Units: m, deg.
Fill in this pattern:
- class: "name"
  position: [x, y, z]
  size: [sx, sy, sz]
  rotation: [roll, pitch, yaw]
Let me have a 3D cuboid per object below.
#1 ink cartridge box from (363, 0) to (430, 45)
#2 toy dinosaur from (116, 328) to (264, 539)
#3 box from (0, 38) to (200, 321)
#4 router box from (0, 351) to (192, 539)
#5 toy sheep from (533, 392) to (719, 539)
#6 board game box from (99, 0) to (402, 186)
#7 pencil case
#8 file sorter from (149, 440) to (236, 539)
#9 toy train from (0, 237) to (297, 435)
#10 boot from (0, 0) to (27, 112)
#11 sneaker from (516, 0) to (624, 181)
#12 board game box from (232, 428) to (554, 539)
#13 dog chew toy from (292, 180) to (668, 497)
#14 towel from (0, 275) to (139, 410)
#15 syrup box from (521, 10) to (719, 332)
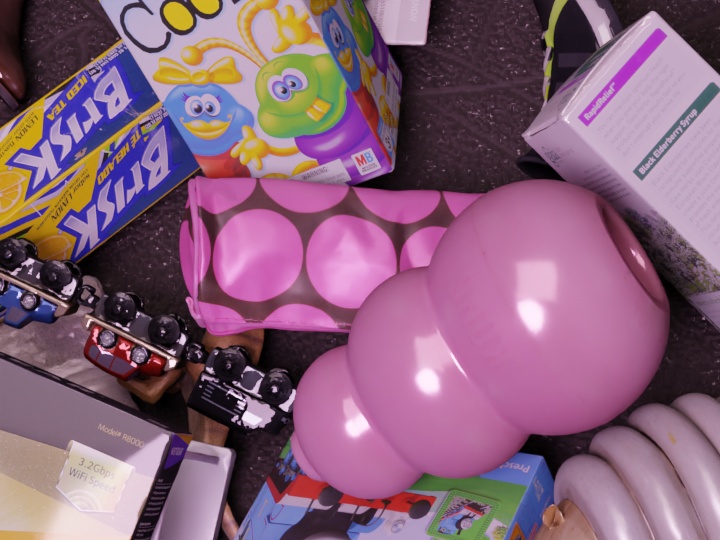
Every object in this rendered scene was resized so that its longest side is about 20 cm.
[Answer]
- class: "ink cartridge box"
  position: [-0.031, -0.217, 1.220]
  size: [0.175, 0.045, 0.202]
  rotation: [3, 66, 13]
- class: "toy dinosaur"
  position: [-0.084, 0.064, 1.092]
  size: [0.105, 0.060, 0.201]
  rotation: [8, 67, 12]
- class: "box"
  position: [-0.182, -0.048, 1.142]
  size: [0.200, 0.064, 0.070]
  rotation: [-39, 51, -15]
- class: "router box"
  position: [-0.200, 0.112, 0.925]
  size: [0.199, 0.052, 0.158]
  rotation: [21, 87, 8]
- class: "toy sheep"
  position: [0.172, 0.126, 0.979]
  size: [0.199, 0.138, 0.139]
  rotation: [-18, 62, -15]
- class: "board game box"
  position: [-0.064, -0.144, 1.083]
  size: [0.102, 0.201, 0.105]
  rotation: [-19, 34, 18]
- class: "pencil case"
  position: [0.000, 0.000, 1.067]
  size: [0.198, 0.091, 0.095]
  rotation: [4, 81, -4]
- class: "file sorter"
  position: [-0.184, 0.138, 1.011]
  size: [0.198, 0.125, 0.140]
  rotation: [12, 85, 7]
- class: "toy train"
  position: [-0.126, 0.037, 1.064]
  size: [0.199, 0.034, 0.046]
  rotation: [27, 93, 4]
- class: "boot"
  position: [-0.181, -0.216, 1.231]
  size: [0.199, 0.064, 0.187]
  rotation: [-31, 62, -1]
- class: "sneaker"
  position: [0.123, -0.089, 1.117]
  size: [0.082, 0.072, 0.201]
  rotation: [-21, 63, 2]
- class: "board game box"
  position: [-0.005, 0.170, 0.991]
  size: [0.150, 0.037, 0.201]
  rotation: [6, 49, 29]
- class: "dog chew toy"
  position: [0.051, 0.044, 0.970]
  size: [0.199, 0.124, 0.125]
  rotation: [-33, 62, 17]
- class: "towel"
  position: [-0.225, 0.090, 1.121]
  size: [0.199, 0.035, 0.133]
  rotation: [-22, 64, 0]
- class: "syrup box"
  position: [0.188, -0.035, 1.030]
  size: [0.200, 0.079, 0.081]
  rotation: [45, 79, -4]
